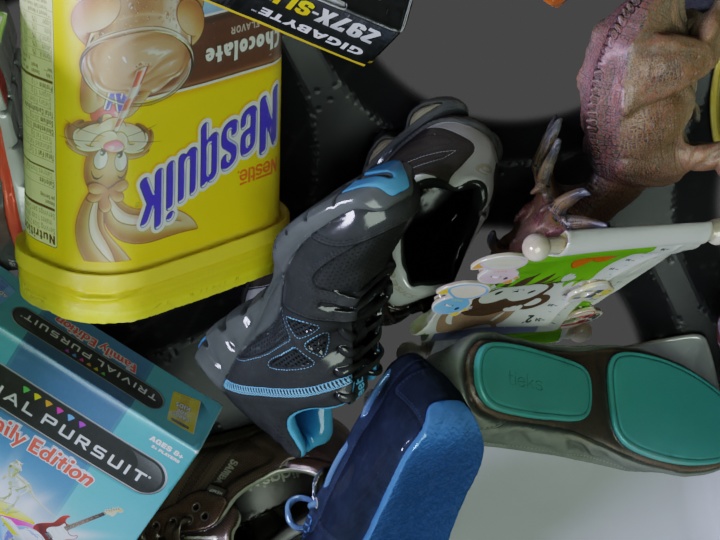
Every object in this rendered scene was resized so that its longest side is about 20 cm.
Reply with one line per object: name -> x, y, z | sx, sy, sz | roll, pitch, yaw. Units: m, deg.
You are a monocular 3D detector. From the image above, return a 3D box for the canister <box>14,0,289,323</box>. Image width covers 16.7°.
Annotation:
canister -> -0.103, -0.090, 1.219 | 0.148, 0.087, 0.200 | -20, 121, -42

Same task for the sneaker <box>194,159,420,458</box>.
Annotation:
sneaker -> -0.010, 0.019, 1.229 | 0.082, 0.073, 0.200 | 51, 142, 12

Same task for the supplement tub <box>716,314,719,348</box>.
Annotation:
supplement tub -> 0.273, 0.098, 1.364 | 0.107, 0.107, 0.200 | -20, 116, 4

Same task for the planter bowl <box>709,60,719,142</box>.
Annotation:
planter bowl -> 0.292, -0.082, 1.293 | 0.200, 0.083, 0.201 | -3, 116, -6

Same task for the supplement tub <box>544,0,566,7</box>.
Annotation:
supplement tub -> 0.137, -0.229, 1.186 | 0.200, 0.123, 0.123 | -42, 112, 14

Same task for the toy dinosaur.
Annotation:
toy dinosaur -> 0.136, -0.085, 1.244 | 0.135, 0.086, 0.200 | -9, 114, -29

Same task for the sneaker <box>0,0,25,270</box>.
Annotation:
sneaker -> -0.212, -0.081, 1.247 | 0.082, 0.077, 0.200 | -11, 115, 6

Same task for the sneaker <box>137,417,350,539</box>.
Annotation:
sneaker -> -0.096, 0.137, 1.359 | 0.200, 0.076, 0.070 | -23, 116, 4

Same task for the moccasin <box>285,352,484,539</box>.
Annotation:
moccasin -> 0.011, 0.125, 1.286 | 0.080, 0.068, 0.200 | 5, 133, -33

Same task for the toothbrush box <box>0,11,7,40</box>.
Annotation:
toothbrush box -> -0.240, -0.018, 1.167 | 0.086, 0.146, 0.200 | 15, 130, -8

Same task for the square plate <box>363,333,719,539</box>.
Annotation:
square plate -> 0.115, 0.146, 1.352 | 0.200, 0.028, 0.198 | -9, 71, -5

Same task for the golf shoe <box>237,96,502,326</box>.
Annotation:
golf shoe -> 0.000, 0.000, 1.296 | 0.078, 0.095, 0.200 | 30, 110, -19

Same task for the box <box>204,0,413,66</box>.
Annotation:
box -> -0.034, -0.217, 1.148 | 0.160, 0.049, 0.200 | 20, 68, -14

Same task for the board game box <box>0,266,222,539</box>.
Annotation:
board game box -> -0.188, 0.109, 1.308 | 0.151, 0.047, 0.200 | 32, 123, -5

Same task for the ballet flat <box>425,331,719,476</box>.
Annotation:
ballet flat -> 0.115, 0.073, 1.320 | 0.200, 0.067, 0.064 | 14, 158, -33

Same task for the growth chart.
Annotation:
growth chart -> 0.097, 0.011, 1.259 | 0.145, 0.200, 0.018 | -8, 75, -25
